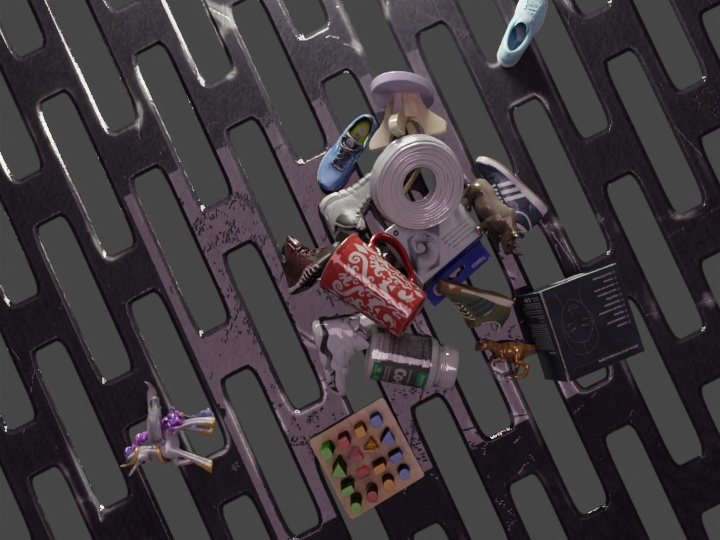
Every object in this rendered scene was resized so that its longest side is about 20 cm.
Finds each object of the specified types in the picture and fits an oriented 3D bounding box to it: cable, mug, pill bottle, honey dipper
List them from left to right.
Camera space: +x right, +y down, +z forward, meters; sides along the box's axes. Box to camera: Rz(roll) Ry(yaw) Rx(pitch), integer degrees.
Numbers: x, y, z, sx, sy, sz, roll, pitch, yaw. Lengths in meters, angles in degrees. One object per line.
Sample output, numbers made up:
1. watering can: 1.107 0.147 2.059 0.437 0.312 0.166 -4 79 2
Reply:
1. mug: 0.042 0.019 1.505 0.199 0.133 0.179 36 91 13
2. honey dipper: 0.111 -0.199 1.658 0.038 0.038 0.202 30 86 1
3. pill bottle: 0.111 0.197 1.606 0.195 0.113 0.116 10 89 -3
4. cable: 0.121 -0.182 1.538 0.199 0.069 0.201 -38 113 5

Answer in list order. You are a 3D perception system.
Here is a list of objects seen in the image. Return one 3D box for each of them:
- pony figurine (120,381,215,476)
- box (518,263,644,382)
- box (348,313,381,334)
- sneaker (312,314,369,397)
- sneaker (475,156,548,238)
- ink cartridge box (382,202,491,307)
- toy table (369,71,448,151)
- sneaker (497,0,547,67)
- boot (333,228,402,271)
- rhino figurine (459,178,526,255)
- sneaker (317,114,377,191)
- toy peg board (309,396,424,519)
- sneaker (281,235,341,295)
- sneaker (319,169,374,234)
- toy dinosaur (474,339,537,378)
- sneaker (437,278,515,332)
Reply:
1. pony figurine: -0.422 0.355 1.601 0.195 0.166 0.198 3 96 -15
2. box: 0.480 0.114 1.588 0.196 0.124 0.201 -18 87 -13
3. box: -0.002 0.124 1.641 0.196 0.042 0.039 -19 52 0
4. sneaker: -0.031 0.186 1.598 0.112 0.076 0.203 -15 118 1
5. sneaker: 0.317 -0.159 1.638 0.199 0.070 0.109 40 87 -2
6. ink cartridge box: 0.176 -0.058 1.623 0.199 0.041 0.201 -38 90 -19
7. toy table: 0.096 -0.336 1.577 0.181 0.198 0.120 -13 79 35
8. sneaker: 0.376 -0.559 1.642 0.073 0.082 0.204 23 89 0
9. boot: 0.000 0.000 1.622 0.171 0.070 0.203 20 60 0
10. rhino figurine: 0.291 -0.112 1.587 0.088 0.059 0.201 -46 72 32
11. sneaker: -0.033 -0.270 1.632 0.078 0.089 0.202 32 89 2
12. toy peg board: 0.015 0.423 1.611 0.197 0.098 0.203 -29 89 0
13. sneaker: -0.119 -0.038 1.597 0.199 0.075 0.117 -38 75 39
14. sneaker: 0.012 -0.140 1.622 0.197 0.075 0.117 -27 63 9
15. toy dinosaur: 0.358 0.185 1.635 0.195 0.060 0.109 -2 87 0
16. sneaker: 0.249 0.084 1.612 0.196 0.067 0.092 14 99 -25
